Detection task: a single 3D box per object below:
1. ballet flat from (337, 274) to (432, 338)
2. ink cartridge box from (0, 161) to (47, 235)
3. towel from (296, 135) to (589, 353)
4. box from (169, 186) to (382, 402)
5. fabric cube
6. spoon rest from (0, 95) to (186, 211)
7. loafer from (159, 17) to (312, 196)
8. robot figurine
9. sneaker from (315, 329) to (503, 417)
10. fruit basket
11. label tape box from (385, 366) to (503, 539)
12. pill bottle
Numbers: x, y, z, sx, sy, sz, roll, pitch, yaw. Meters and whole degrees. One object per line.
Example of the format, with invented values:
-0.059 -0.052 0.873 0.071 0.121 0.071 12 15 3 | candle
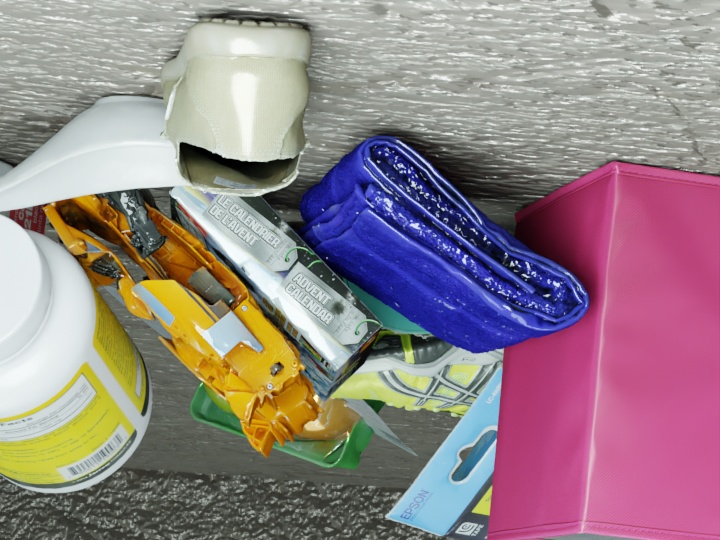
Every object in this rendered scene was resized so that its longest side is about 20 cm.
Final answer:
0.000 0.000 1.763 0.200 0.076 0.064 5 -157 34 | ballet flat
-0.293 -0.036 1.611 0.144 0.084 0.200 3 172 23 | ink cartridge box
0.036 -0.004 1.519 0.148 0.050 0.200 38 169 -5 | towel
-0.051 0.007 1.623 0.137 0.040 0.200 46 172 3 | box
0.195 0.063 1.558 0.200 0.200 0.196 8 170 -11 | fabric cube
-0.159 -0.059 1.451 0.200 0.061 0.099 4 171 14 | spoon rest
-0.060 -0.067 1.304 0.076 0.068 0.200 6 171 -1 | loafer
-0.106 0.011 1.567 0.200 0.058 0.145 44 171 17 | robot figurine
0.060 0.068 1.768 0.200 0.076 0.075 -5 -159 3 | sneaker
-0.065 0.065 1.979 0.185 0.094 0.200 18 160 29 | fruit basket
0.127 0.109 1.739 0.200 0.066 0.143 15 126 -28 | label tape box
-0.193 0.044 1.565 0.112 0.113 0.200 4 158 12 | pill bottle
